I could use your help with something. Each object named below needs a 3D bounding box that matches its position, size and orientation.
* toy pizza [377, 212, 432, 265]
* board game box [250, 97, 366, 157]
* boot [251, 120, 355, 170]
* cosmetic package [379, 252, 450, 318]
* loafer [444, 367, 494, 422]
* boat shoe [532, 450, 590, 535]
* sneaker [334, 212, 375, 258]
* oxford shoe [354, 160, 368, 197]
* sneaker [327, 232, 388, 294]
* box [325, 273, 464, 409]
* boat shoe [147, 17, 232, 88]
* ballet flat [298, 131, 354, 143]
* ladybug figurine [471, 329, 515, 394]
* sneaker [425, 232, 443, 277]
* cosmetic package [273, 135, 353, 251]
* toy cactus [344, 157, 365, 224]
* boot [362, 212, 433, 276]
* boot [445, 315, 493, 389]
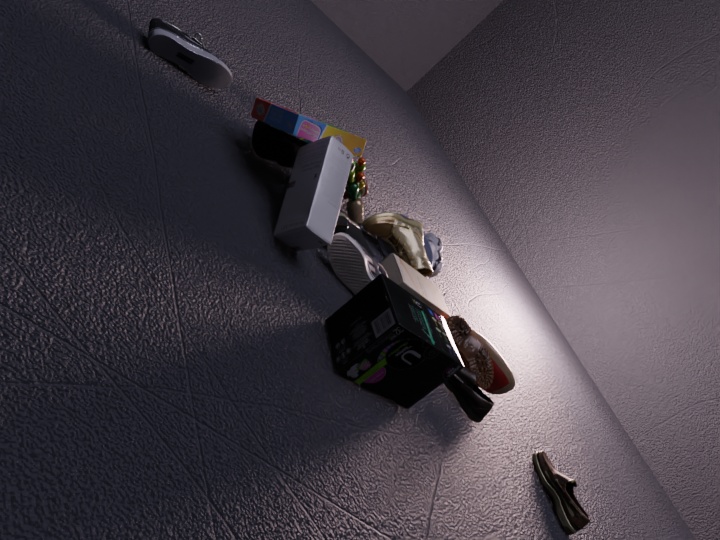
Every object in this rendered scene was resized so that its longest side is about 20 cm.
[{"bbox_3d":[0.119,-0.066,1.600,0.198,0.032,0.203,22,50,-29],"label":"toy pizza"},{"bbox_3d":[-0.106,-0.296,1.217,0.152,0.041,0.198,31,16,38],"label":"board game box"},{"bbox_3d":[-0.127,-0.264,1.280,0.172,0.070,0.199,-5,35,-46],"label":"boot"},{"bbox_3d":[0.123,0.055,1.406,0.199,0.073,0.104,35,27,-41],"label":"cosmetic package"},{"bbox_3d":[0.235,0.246,1.333,0.201,0.071,0.073,53,21,1],"label":"loafer"},{"bbox_3d":[0.492,0.526,1.417,0.074,0.075,0.204,30,30,-44],"label":"boat shoe"},{"bbox_3d":[-0.028,-0.058,1.261,0.107,0.075,0.199,56,20,18],"label":"sneaker"},{"bbox_3d":[-0.054,-0.283,1.618,0.074,0.070,0.201,-31,85,-42],"label":"oxford shoe"},{"bbox_3d":[0.000,0.000,1.231,0.202,0.078,0.080,58,23,-17],"label":"sneaker"},{"bbox_3d":[0.061,0.131,1.043,0.199,0.148,0.125,35,25,-39],"label":"box"},{"bbox_3d":[-0.354,-0.455,1.223,0.198,0.073,0.069,17,53,-42],"label":"boat shoe"},{"bbox_3d":[-0.085,-0.290,1.384,0.067,0.196,0.068,-5,93,-71],"label":"ballet flat"},{"bbox_3d":[0.309,0.236,1.468,0.201,0.072,0.135,53,-16,-11],"label":"ladybug figurine"},{"bbox_3d":[0.190,-0.076,1.751,0.115,0.075,0.201,45,25,-26],"label":"sneaker"},{"bbox_3d":[-0.089,-0.146,1.120,0.074,0.101,0.203,34,59,-38],"label":"cosmetic package"},{"bbox_3d":[-0.026,-0.198,1.467,0.200,0.100,0.168,149,-66,-80],"label":"toy cactus"},{"bbox_3d":[0.099,-0.060,1.506,0.198,0.072,0.158,10,58,-40],"label":"boot"},{"bbox_3d":[0.240,0.197,1.398,0.075,0.107,0.202,-39,102,-32],"label":"boot"}]
